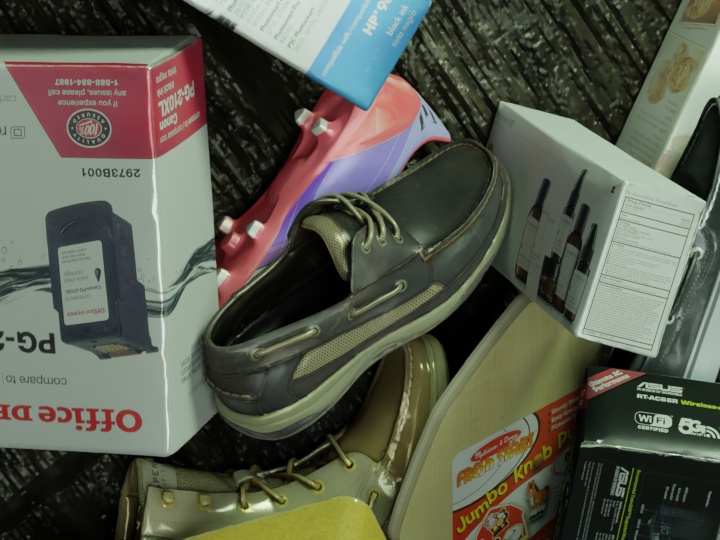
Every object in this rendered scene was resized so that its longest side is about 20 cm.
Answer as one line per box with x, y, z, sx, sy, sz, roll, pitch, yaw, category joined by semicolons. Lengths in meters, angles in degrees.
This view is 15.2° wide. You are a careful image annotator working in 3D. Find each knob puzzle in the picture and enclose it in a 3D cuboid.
0.084;0.096;1.461;0.219;0.030;0.221;-24;128;-35;knob puzzle

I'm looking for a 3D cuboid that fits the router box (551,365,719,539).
0.176;0.148;1.426;0.149;0.062;0.201;9;131;1;router box

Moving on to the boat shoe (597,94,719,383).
0.161;-0.002;1.412;0.066;0.070;0.201;9;110;-16;boat shoe

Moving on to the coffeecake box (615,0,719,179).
0.226;-0.059;1.482;0.153;0.073;0.201;22;98;-18;coffeecake box

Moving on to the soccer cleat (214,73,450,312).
-0.032;-0.017;1.433;0.076;0.067;0.200;34;91;-25;soccer cleat

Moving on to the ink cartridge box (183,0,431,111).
-0.074;-0.166;1.352;0.199;0.116;0.068;30;95;-21;ink cartridge box

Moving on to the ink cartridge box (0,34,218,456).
-0.153;-0.013;1.362;0.144;0.084;0.201;2;106;15;ink cartridge box

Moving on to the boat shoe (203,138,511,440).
0.000;0.000;1.375;0.200;0.074;0.073;-46;141;-18;boat shoe

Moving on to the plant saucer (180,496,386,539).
-0.056;0.228;1.438;0.199;0.049;0.201;-16;124;14;plant saucer

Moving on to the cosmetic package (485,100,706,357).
0.109;-0.026;1.393;0.050;0.200;0.083;16;100;-18;cosmetic package

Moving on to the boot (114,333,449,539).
-0.046;0.115;1.461;0.155;0.073;0.201;16;103;-17;boot
